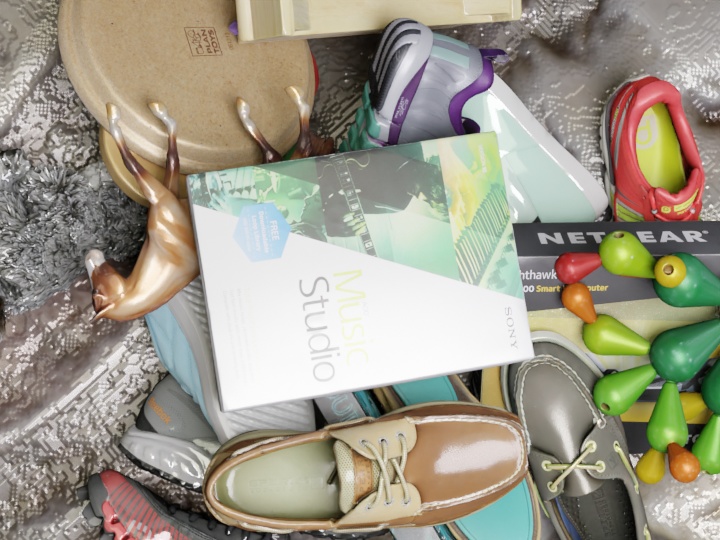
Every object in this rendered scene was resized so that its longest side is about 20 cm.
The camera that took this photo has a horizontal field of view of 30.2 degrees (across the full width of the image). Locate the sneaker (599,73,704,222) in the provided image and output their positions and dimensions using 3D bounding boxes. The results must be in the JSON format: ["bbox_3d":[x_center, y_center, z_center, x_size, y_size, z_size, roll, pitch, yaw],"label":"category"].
[{"bbox_3d":[0.213,-0.039,0.946,0.076,0.085,0.203,-14,93,-5],"label":"sneaker"}]

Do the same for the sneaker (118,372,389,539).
[{"bbox_3d":[-0.065,0.132,0.925,0.198,0.074,0.080,23,77,1],"label":"sneaker"}]

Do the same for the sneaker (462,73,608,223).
[{"bbox_3d":[0.070,-0.073,0.953,0.200,0.074,0.118,42,77,1],"label":"sneaker"}]

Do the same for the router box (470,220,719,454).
[{"bbox_3d":[0.177,0.048,0.915,0.197,0.052,0.159,-1,118,-2],"label":"router box"}]

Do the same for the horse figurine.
[{"bbox_3d":[-0.088,-0.047,0.864,0.198,0.050,0.134,-10,91,-31],"label":"horse figurine"}]

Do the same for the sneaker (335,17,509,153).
[{"bbox_3d":[0.032,-0.073,0.914,0.086,0.201,0.075,10,43,-16],"label":"sneaker"}]

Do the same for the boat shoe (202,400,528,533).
[{"bbox_3d":[0.001,0.124,0.791,0.197,0.074,0.077,-10,86,4],"label":"boat shoe"}]

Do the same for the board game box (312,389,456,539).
[{"bbox_3d":[0.028,0.149,0.892,0.028,0.135,0.201,-31,86,2],"label":"board game box"}]

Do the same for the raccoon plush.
[{"bbox_3d":[-0.195,0.002,0.911,0.132,0.097,0.202,4,59,-1],"label":"raccoon plush"}]

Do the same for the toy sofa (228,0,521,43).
[{"bbox_3d":[0.007,-0.206,0.920,0.198,0.097,0.084,-9,100,-27],"label":"toy sofa"}]

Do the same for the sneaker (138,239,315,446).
[{"bbox_3d":[-0.093,0.063,0.899,0.073,0.082,0.202,-14,70,-30],"label":"sneaker"}]

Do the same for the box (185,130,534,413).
[{"bbox_3d":[0.000,0.000,0.822,0.197,0.036,0.146,-9,86,-10],"label":"box"}]

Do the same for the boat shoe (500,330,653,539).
[{"bbox_3d":[0.149,0.133,0.892,0.071,0.060,0.203,-20,115,11],"label":"boat shoe"}]

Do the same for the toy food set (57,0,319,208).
[{"bbox_3d":[-0.117,-0.148,0.936,0.197,0.049,0.201,-27,82,-36],"label":"toy food set"}]

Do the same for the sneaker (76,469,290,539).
[{"bbox_3d":[-0.102,0.197,0.915,0.200,0.071,0.098,43,83,2],"label":"sneaker"}]

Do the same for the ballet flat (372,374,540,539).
[{"bbox_3d":[0.061,0.115,0.904,0.068,0.063,0.201,-24,67,-10],"label":"ballet flat"}]

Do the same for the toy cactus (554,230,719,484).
[{"bbox_3d":[0.220,0.042,0.842,0.164,0.102,0.201,-31,107,2],"label":"toy cactus"}]
